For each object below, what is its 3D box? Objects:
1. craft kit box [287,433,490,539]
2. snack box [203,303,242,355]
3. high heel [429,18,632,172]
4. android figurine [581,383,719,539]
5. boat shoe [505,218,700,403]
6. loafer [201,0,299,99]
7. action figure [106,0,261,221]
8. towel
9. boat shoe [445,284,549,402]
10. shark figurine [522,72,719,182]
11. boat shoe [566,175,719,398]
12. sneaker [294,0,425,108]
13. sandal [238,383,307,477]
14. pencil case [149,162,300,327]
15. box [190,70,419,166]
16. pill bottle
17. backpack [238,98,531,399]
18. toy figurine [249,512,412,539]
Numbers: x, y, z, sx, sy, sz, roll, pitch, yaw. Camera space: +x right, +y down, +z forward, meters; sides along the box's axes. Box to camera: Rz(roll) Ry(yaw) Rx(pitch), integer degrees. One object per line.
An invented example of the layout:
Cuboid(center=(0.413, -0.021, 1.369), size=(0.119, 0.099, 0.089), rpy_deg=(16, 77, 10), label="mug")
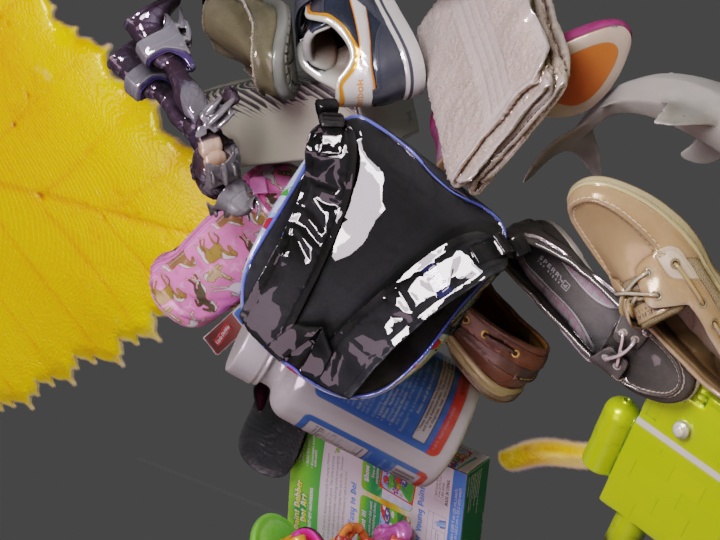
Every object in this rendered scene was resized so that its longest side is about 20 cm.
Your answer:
Cuboid(center=(0.020, 0.228, 1.629), size=(0.196, 0.048, 0.202), rpy_deg=(21, 120, 29), label="craft kit box")
Cuboid(center=(-0.064, 0.009, 1.583), size=(0.024, 0.072, 0.200), rpy_deg=(51, 132, 2), label="snack box")
Cuboid(center=(0.130, -0.150, 1.370), size=(0.067, 0.096, 0.200), rpy_deg=(30, 129, -23), label="high heel")
Cuboid(center=(0.265, 0.168, 1.406), size=(0.182, 0.041, 0.201), rpy_deg=(37, 129, 22), label="android figurine")
Cuboid(center=(0.179, 0.035, 1.385), size=(0.200, 0.057, 0.067), rpy_deg=(46, 122, 27), label="boat shoe")
Cuboid(center=(-0.094, -0.192, 1.454), size=(0.200, 0.069, 0.076), rpy_deg=(-113, 15, -62), label="loafer")
Cuboid(center=(-0.134, -0.124, 1.462), size=(0.201, 0.069, 0.130), rpy_deg=(58, 156, 16), label="action figure")
Cuboid(center=(0.094, -0.165, 1.325), size=(0.133, 0.034, 0.201), rpy_deg=(-51, 34, 33), label="towel")
Cuboid(center=(0.081, 0.016, 1.475), size=(0.200, 0.072, 0.068), rpy_deg=(48, 126, 5), label="boat shoe")
Cuboid(center=(0.220, -0.110, 1.294), size=(0.213, 0.089, 0.130), rpy_deg=(9, 113, 34), label="shark figurine")
Cuboid(center=(0.226, 0.012, 1.317), size=(0.200, 0.065, 0.071), rpy_deg=(43, 144, -4), label="boat shoe")
Cuboid(center=(-0.021, -0.212, 1.406), size=(0.079, 0.079, 0.201), rpy_deg=(94, 155, -52), label="sneaker")
Cuboid(center=(-0.067, 0.114, 1.584), size=(0.075, 0.048, 0.202), rpy_deg=(23, 125, 12), label="sandal")
Cuboid(center=(-0.116, -0.022, 1.608), size=(0.087, 0.083, 0.200), rpy_deg=(55, 133, 6), label="pencil case")
Cuboid(center=(-0.054, -0.133, 1.511), size=(0.199, 0.082, 0.069), rpy_deg=(-3, 105, 39), label="box")
Cuboid(center=(-0.008, 0.092, 1.489), size=(0.199, 0.113, 0.113), rpy_deg=(28, 130, -8), label="pill bottle")
Cuboid(center=(0.000, 0.000, 1.372), size=(0.199, 0.154, 0.191), rpy_deg=(38, 84, 8), label="backpack")
Cuboid(center=(0.006, 0.289, 1.580), size=(0.183, 0.150, 0.202), rpy_deg=(-25, 67, 29), label="toy figurine")
